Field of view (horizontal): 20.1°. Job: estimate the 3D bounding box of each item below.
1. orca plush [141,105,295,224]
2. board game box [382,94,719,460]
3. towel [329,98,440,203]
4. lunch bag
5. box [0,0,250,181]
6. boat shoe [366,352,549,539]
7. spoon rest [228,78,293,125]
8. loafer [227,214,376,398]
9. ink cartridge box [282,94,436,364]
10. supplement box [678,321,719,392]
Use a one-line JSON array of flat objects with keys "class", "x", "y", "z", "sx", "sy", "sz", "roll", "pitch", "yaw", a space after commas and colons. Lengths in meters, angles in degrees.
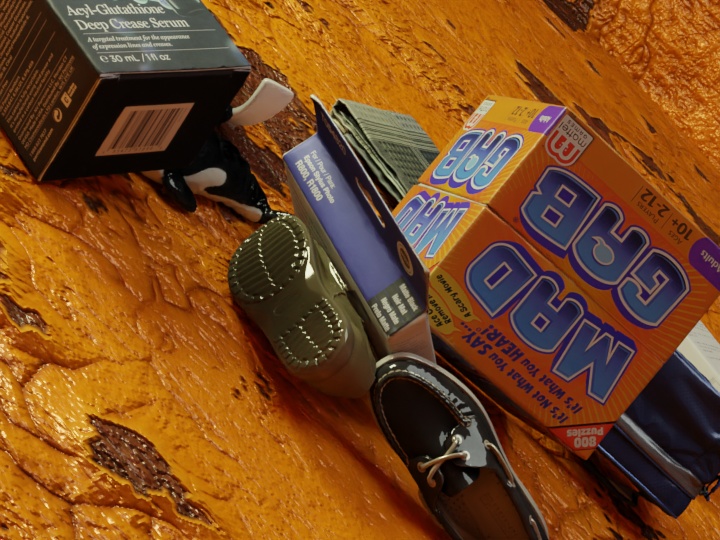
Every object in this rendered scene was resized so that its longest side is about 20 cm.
[{"class": "orca plush", "x": -0.117, "y": -0.093, "z": 1.593, "sx": 0.200, "sy": 0.071, "sz": 0.105, "roll": 35, "pitch": 21, "yaw": -29}, {"class": "board game box", "x": 0.144, "y": -0.001, "z": 1.668, "sx": 0.200, "sy": 0.200, "sz": 0.200, "roll": 41, "pitch": -4, "yaw": -16}, {"class": "towel", "x": 0.058, "y": -0.088, "z": 2.046, "sx": 0.193, "sy": 0.035, "sz": 0.200, "roll": 54, "pitch": 18, "yaw": 16}, {"class": "lunch bag", "x": 0.251, "y": 0.131, "z": 1.831, "sx": 0.200, "sy": 0.132, "sz": 0.136, "roll": 44, "pitch": 3, "yaw": -1}, {"class": "box", "x": -0.203, "y": -0.175, "z": 1.467, "sx": 0.148, "sy": 0.107, "sz": 0.200, "roll": -10, "pitch": 55, "yaw": -48}, {"class": "boat shoe", "x": 0.072, "y": 0.149, "z": 1.465, "sx": 0.200, "sy": 0.074, "sz": 0.060, "roll": 58, "pitch": 10, "yaw": -15}, {"class": "spoon rest", "x": -0.141, "y": -0.187, "z": 1.791, "sx": 0.099, "sy": 0.061, "sz": 0.200, "roll": 25, "pitch": 14, "yaw": -50}, {"class": "loafer", "x": -0.043, "y": 0.032, "z": 1.494, "sx": 0.068, "sy": 0.076, "sz": 0.200, "roll": 53, "pitch": 8, "yaw": -35}, {"class": "ink cartridge box", "x": 0.000, "y": 0.000, "z": 1.541, "sx": 0.200, "sy": 0.040, "sz": 0.200, "roll": 81, "pitch": -18, "yaw": -52}, {"class": "supplement box", "x": 0.314, "y": 0.102, "z": 2.074, "sx": 0.200, "sy": 0.101, "sz": 0.103, "roll": 54, "pitch": 20, "yaw": 24}]
